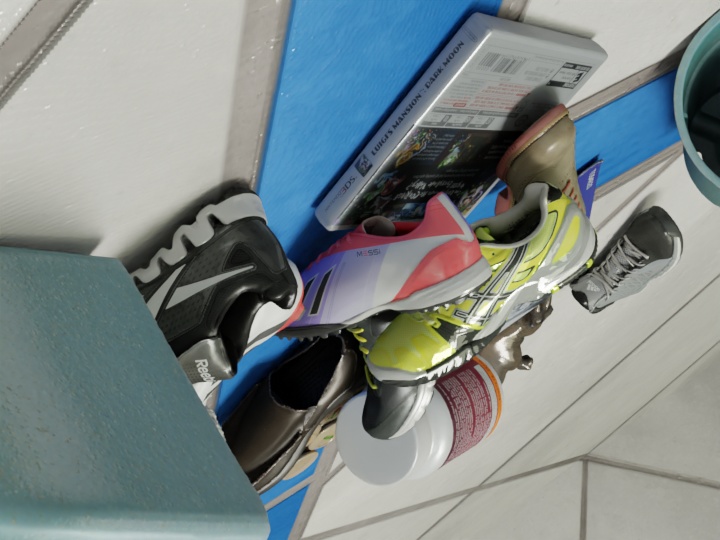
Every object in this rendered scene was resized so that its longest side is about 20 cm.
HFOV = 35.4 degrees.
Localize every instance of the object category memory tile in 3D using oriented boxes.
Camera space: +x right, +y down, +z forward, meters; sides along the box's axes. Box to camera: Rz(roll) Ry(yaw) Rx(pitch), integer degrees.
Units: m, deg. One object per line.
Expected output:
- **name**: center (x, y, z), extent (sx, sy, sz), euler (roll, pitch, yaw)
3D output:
- **memory tile**: center (-0.072, 0.175, 1.169), extent (0.153, 0.017, 0.200), euler (-45, 160, 18)

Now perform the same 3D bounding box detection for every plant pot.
- **plant pot**: center (0.391, -0.137, 1.071), extent (0.200, 0.200, 0.196), euler (-40, 168, 3)
- **plant pot**: center (-0.206, 0.106, 0.545), extent (0.196, 0.196, 0.200), euler (-44, 151, 15)

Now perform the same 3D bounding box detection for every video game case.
- **video game case**: center (0.078, -0.102, 0.824), extent (0.182, 0.023, 0.200), euler (-50, 158, 27)

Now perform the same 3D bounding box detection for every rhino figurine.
- **rhino figurine**: center (0.169, 0.097, 1.359), extent (0.087, 0.060, 0.200), euler (4, 131, -47)

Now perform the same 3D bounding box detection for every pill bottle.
- **pill bottle**: center (0.064, 0.154, 1.199), extent (0.114, 0.114, 0.200), euler (-49, 163, 26)

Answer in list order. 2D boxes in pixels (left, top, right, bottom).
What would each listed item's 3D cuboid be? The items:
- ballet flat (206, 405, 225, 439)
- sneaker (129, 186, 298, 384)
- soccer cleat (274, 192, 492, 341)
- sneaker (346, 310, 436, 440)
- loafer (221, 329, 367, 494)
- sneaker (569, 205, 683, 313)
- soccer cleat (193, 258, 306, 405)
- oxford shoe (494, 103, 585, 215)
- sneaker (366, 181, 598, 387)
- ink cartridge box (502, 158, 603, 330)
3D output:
- **ballet flat**: center (-0.185, 0.161, 0.869), extent (0.200, 0.072, 0.072), euler (-24, 155, -34)
- **sneaker**: center (-0.120, 0.042, 0.686), extent (0.200, 0.091, 0.066), euler (-39, 159, 0)
- **soccer cleat**: center (0.000, 0.000, 0.812), extent (0.200, 0.073, 0.068), euler (-15, -168, 39)
- **sneaker**: center (0.020, 0.049, 0.934), extent (0.084, 0.074, 0.200), euler (3, 114, -23)
- **loafer**: center (-0.071, 0.117, 0.981), extent (0.200, 0.073, 0.071), euler (-49, 156, 1)
- **sneaker**: center (0.322, 0.003, 1.405), extent (0.115, 0.075, 0.200), euler (-30, 159, -17)
- **soccer cleat**: center (-0.122, 0.061, 0.772), extent (0.200, 0.069, 0.085), euler (-44, 151, 4)
- **oxford shoe**: center (0.155, -0.066, 0.895), extent (0.070, 0.075, 0.200), euler (-39, 163, -5)
- **sneaker**: center (0.080, 0.007, 0.846), extent (0.200, 0.075, 0.076), euler (-39, 127, -3)
- **ink cartridge box**: center (0.178, -0.008, 1.175), extent (0.200, 0.041, 0.200), euler (-37, 160, -6)
